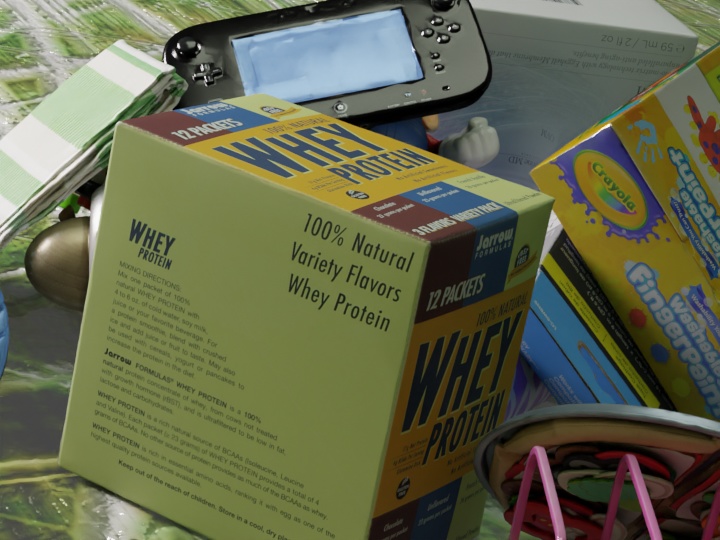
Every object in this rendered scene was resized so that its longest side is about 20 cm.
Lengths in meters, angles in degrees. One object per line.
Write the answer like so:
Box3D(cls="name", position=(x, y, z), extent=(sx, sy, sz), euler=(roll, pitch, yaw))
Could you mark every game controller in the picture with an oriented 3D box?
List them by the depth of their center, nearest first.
Box3D(cls="game controller", position=(-0.021, -0.126, 1.532), extent=(0.200, 0.042, 0.104), euler=(-12, 43, -6))

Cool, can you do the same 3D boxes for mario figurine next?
Box3D(cls="mario figurine", position=(0.012, -0.101, 1.569), extent=(0.123, 0.106, 0.200), euler=(38, 26, -25))

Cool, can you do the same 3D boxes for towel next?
Box3D(cls="towel", position=(-0.201, -0.063, 1.525), extent=(0.023, 0.200, 0.153), euler=(48, -6, -24))

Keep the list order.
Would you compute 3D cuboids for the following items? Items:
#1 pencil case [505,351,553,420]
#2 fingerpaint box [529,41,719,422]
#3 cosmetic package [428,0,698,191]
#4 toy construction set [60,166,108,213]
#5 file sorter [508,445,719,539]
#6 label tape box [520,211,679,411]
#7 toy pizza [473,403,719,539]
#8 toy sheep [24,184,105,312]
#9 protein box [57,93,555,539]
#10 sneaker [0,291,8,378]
Box3D(cls="pencil case", position=(0.061, 0.060, 1.484), extent=(0.085, 0.084, 0.200), euler=(-5, 7, 32))
Box3D(cls="fingerpaint box", position=(0.214, -0.017, 1.467), extent=(0.073, 0.200, 0.167), euler=(-30, 4, 42))
Box3D(cls="cosmetic package", position=(0.114, -0.106, 1.793), extent=(0.199, 0.200, 0.123), euler=(5, 23, -18))
Box3D(cls="toy construction set", position=(-0.133, -0.058, 1.608), extent=(0.131, 0.092, 0.200), euler=(25, -15, -30))
Box3D(cls="file sorter", position=(0.166, 0.169, 1.157), extent=(0.200, 0.126, 0.139), euler=(10, 19, -5))
Box3D(cls="label tape box", position=(0.141, 0.041, 1.469), extent=(0.144, 0.063, 0.200), euler=(53, 32, -10))
Box3D(cls="toy pizza", position=(0.154, 0.125, 1.269), extent=(0.200, 0.032, 0.200), euler=(12, -26, 6))
Box3D(cls="toy sheep", position=(-0.102, -0.002, 1.482), extent=(0.200, 0.138, 0.138), euler=(4, 20, -6))
Box3D(cls="protein box", position=(-0.030, 0.034, 1.309), extent=(0.198, 0.200, 0.135), euler=(22, 22, 27))
Box3D(cls="sneaker", position=(-0.260, 0.016, 1.421), extent=(0.071, 0.083, 0.200), euler=(-19, 48, -27))
